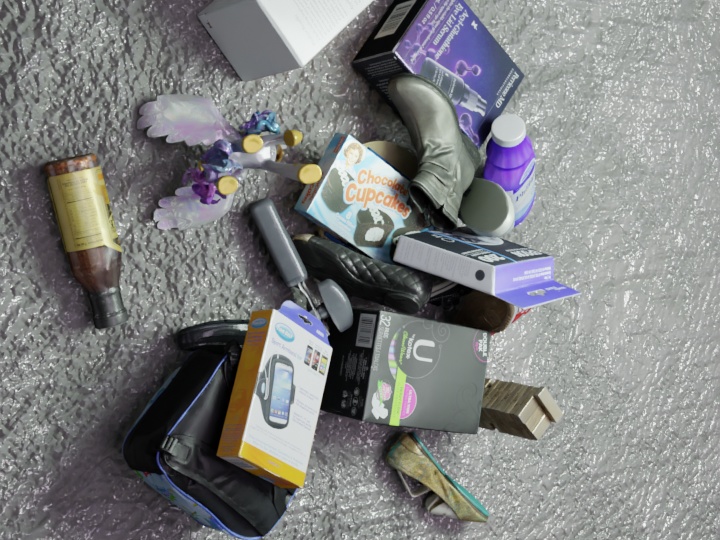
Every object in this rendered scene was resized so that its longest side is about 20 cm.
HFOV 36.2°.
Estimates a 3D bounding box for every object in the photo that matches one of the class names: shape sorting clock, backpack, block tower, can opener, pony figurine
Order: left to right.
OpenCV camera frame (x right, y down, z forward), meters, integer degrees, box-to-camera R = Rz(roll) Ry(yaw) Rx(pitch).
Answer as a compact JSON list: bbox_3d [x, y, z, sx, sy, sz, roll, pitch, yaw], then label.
[{"bbox_3d":[-0.170,0.213,1.328,0.200,0.146,0.184,50,59,-27],"label":"backpack"},{"bbox_3d":[-0.159,-0.133,1.330,0.192,0.200,0.168,-10,103,-18],"label":"pony figurine"},{"bbox_3d":[-0.073,-0.007,1.431,0.066,0.053,0.201,-25,100,-1],"label":"can opener"},{"bbox_3d":[0.022,-0.079,1.524,0.199,0.039,0.202,-10,107,-33],"label":"shape sorting clock"},{"bbox_3d":[0.189,0.190,1.547,0.058,0.199,0.054,-48,115,-24],"label":"block tower"}]

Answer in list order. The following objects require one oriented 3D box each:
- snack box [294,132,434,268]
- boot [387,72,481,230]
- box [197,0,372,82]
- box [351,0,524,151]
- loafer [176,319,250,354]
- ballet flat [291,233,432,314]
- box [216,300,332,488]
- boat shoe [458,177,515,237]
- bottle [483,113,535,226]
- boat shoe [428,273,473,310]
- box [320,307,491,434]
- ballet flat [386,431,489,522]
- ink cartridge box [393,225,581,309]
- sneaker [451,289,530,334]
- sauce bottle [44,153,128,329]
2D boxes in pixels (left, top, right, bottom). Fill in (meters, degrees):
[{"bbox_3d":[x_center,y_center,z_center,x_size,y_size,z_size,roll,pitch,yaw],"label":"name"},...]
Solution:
[{"bbox_3d":[0.015,-0.083,1.470,0.200,0.037,0.117,33,81,-36],"label":"snack box"},{"bbox_3d":[0.091,-0.155,1.463,0.200,0.067,0.131,49,48,-33],"label":"boot"},{"bbox_3d":[-0.077,-0.346,1.384,0.200,0.152,0.107,-47,116,-24],"label":"box"},{"bbox_3d":[0.111,-0.282,1.546,0.200,0.104,0.149,42,67,-27],"label":"box"},{"bbox_3d":[-0.139,0.100,1.397,0.199,0.068,0.071,6,78,-38],"label":"loafer"},{"bbox_3d":[0.000,0.000,1.459,0.199,0.067,0.057,24,50,5],"label":"ballet flat"},{"bbox_3d":[-0.095,0.139,1.283,0.119,0.041,0.201,38,53,-44],"label":"box"},{"bbox_3d":[0.174,-0.085,1.537,0.071,0.201,0.070,37,94,-27],"label":"boat shoe"},{"bbox_3d":[0.214,-0.145,1.581,0.084,0.065,0.200,-57,157,-23],"label":"bottle"},{"bbox_3d":[0.115,0.023,1.565,0.199,0.074,0.063,-21,122,-42],"label":"boat shoe"},{"bbox_3d":[0.059,0.136,1.502,0.199,0.124,0.150,12,85,-35],"label":"box"},{"bbox_3d":[0.106,0.311,1.580,0.200,0.070,0.071,48,65,-26],"label":"ballet flat"},{"bbox_3d":[0.177,-0.008,1.473,0.198,0.199,0.044,-9,117,-57],"label":"ink cartridge box"},{"bbox_3d":[0.202,0.042,1.559,0.112,0.200,0.071,-36,83,-22],"label":"sneaker"},{"bbox_3d":[-0.313,-0.033,1.280,0.066,0.066,0.202,-19,104,-33],"label":"sauce bottle"}]
